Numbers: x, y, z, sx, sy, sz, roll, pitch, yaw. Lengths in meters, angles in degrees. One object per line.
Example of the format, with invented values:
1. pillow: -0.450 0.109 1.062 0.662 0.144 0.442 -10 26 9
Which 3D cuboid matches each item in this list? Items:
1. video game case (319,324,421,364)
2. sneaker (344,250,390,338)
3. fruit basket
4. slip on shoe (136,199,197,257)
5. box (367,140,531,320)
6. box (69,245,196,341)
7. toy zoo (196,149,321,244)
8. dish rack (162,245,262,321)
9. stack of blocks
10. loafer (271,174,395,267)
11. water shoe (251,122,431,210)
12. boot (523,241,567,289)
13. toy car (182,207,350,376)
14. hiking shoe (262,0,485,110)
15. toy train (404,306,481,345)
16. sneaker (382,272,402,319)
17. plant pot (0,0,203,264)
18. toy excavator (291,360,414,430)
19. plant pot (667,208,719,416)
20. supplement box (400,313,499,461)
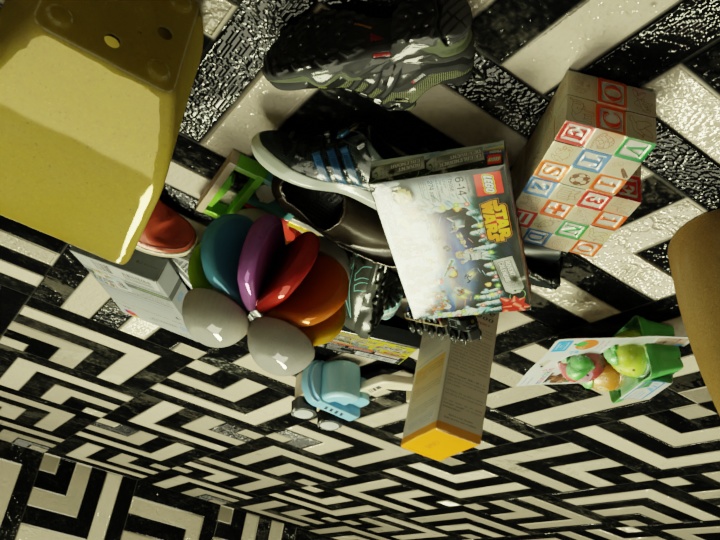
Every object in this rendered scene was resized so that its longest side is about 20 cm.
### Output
1. video game case: -0.015 0.104 1.217 0.195 0.026 0.181 13 165 -4
2. sneaker: 0.000 0.000 0.975 0.078 0.076 0.203 25 129 14
3. fruit basket: 0.339 0.135 1.088 0.195 0.096 0.186 -6 154 -12
4. slip on shoe: -0.285 -0.081 0.968 0.061 0.075 0.199 -22 133 41
5. box: 0.098 -0.033 0.801 0.134 0.040 0.202 -7 134 17
6. box: -0.329 0.027 1.173 0.153 0.042 0.201 18 153 18
7. toy zoo: -0.094 -0.071 0.966 0.197 0.021 0.131 24 149 -22
8. dish rack: -0.181 0.027 1.074 0.198 0.044 0.172 16 151 47
9. stack of blocks: 0.220 -0.097 0.769 0.112 0.060 0.201 12 152 -3
10. loafer: -0.014 -0.054 0.864 0.196 0.074 0.071 23 -167 -2
11. water shoe: -0.015 -0.125 0.815 0.196 0.072 0.080 17 124 -9
12. boot: 0.161 0.002 0.949 0.164 0.078 0.202 12 146 7
13. toy car: -0.104 0.005 0.882 0.196 0.177 0.151 22 147 3
14. hiking shoe: 0.009 -0.174 0.683 0.195 0.077 0.101 -3 146 22
15. toy train: 0.108 0.068 1.064 0.033 0.047 0.199 -16 -173 -19
16. sneaker: -0.039 0.043 1.099 0.195 0.079 0.087 8 156 6
17. plant pot: -0.240 -0.163 0.680 0.191 0.199 0.199 24 143 -25
18. toy excavator: -0.003 0.212 1.390 0.193 0.102 0.198 29 138 -33
19. plant pot: 0.432 0.061 0.835 0.182 0.204 0.188 8 151 5
20. supplement box: 0.129 0.155 1.110 0.072 0.204 0.126 20 152 -12
